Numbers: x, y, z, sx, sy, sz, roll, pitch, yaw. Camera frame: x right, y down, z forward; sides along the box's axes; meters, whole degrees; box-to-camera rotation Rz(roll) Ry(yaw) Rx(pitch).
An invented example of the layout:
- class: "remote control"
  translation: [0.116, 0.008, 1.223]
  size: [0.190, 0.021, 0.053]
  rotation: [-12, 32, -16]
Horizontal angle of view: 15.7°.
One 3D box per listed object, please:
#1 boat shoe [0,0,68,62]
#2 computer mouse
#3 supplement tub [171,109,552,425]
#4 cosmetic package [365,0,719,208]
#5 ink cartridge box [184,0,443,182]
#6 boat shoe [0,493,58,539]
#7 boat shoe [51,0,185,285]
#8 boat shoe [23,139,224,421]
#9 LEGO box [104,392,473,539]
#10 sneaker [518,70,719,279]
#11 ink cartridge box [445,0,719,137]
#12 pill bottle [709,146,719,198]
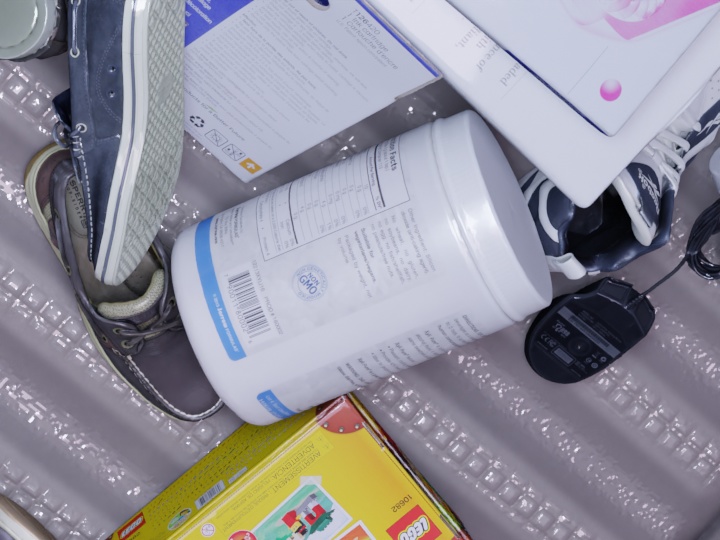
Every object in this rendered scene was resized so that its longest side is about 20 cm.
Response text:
- class: "boat shoe"
  translation: [-0.229, -0.206, 1.490]
  size: [0.072, 0.061, 0.202]
  rotation: [-33, 80, 17]
- class: "computer mouse"
  translation: [0.179, 0.006, 1.635]
  size: [0.059, 0.034, 0.200]
  rotation: [41, 122, -18]
- class: "supplement tub"
  translation: [0.000, 0.000, 1.556]
  size: [0.199, 0.132, 0.132]
  rotation: [-22, 110, 12]
- class: "cosmetic package"
  translation: [0.102, -0.174, 1.533]
  size: [0.200, 0.165, 0.165]
  rotation: [43, 94, -19]
- class: "ink cartridge box"
  translation: [-0.073, -0.154, 1.499]
  size: [0.198, 0.200, 0.047]
  rotation: [43, 50, -18]
- class: "boat shoe"
  translation: [-0.184, 0.225, 1.637]
  size: [0.065, 0.072, 0.200]
  rotation: [-39, 115, -4]
- class: "boat shoe"
  translation: [-0.141, -0.087, 1.496]
  size: [0.062, 0.075, 0.201]
  rotation: [15, 120, 17]
- class: "boat shoe"
  translation: [-0.141, 0.015, 1.588]
  size: [0.073, 0.065, 0.200]
  rotation: [-33, 110, -2]
- class: "LEGO box"
  translation: [-0.048, 0.181, 1.648]
  size: [0.200, 0.077, 0.149]
  rotation: [-39, 110, 1]
- class: "sneaker"
  translation: [0.178, -0.068, 1.598]
  size: [0.199, 0.130, 0.080]
  rotation: [-39, 111, 1]
- class: "ink cartridge box"
  translation: [0.127, -0.209, 1.421]
  size: [0.196, 0.043, 0.200]
  rotation: [38, 95, -18]
- class: "pill bottle"
  translation: [0.295, 0.004, 1.653]
  size: [0.111, 0.111, 0.200]
  rotation: [-28, 110, -3]
